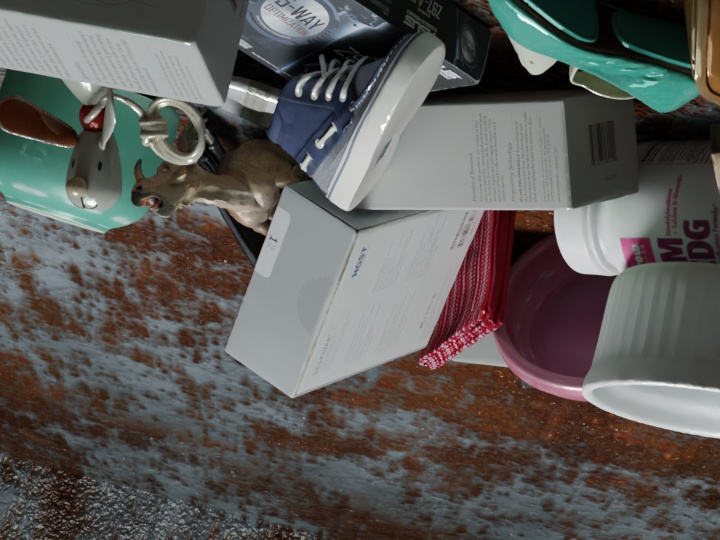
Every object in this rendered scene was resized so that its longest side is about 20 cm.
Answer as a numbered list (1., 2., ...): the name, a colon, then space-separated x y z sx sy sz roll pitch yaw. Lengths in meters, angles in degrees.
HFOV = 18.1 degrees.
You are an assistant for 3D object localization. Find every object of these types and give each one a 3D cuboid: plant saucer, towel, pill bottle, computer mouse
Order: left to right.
1. towel: -0.115 -0.139 1.781 0.199 0.031 0.149 18 179 -2
2. computer mouse: -0.080 -0.034 1.929 0.053 0.200 0.139 -30 143 -4
3. towel: 0.091 -0.003 1.925 0.022 0.145 0.200 11 163 -12
4. plant saucer: 0.209 0.037 1.862 0.200 0.201 0.051 5 137 26
5. pill bottle: 0.256 -0.042 1.722 0.199 0.114 0.113 1 159 36

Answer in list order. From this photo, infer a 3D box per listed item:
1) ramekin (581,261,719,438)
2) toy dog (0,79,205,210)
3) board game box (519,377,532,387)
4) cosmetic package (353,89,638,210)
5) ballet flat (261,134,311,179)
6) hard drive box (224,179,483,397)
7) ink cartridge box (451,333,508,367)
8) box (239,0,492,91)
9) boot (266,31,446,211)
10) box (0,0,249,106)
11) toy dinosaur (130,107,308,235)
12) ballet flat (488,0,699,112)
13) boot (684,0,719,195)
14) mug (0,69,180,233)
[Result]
1. ramekin: 0.270 0.062 1.684 0.199 0.098 0.201 10 167 2
2. toy dog: -0.210 -0.144 1.660 0.131 0.201 0.096 -20 -177 26
3. board game box: 0.240 0.038 1.909 0.199 0.136 0.028 -2 136 20
4. cosmetic package: 0.096 -0.092 1.692 0.199 0.085 0.107 0 -171 37
5. ballet flat: -0.061 -0.085 1.974 0.057 0.067 0.200 -27 173 -18
6. hard drive box: 0.000 0.000 1.818 0.077 0.156 0.200 33 -154 24
7. ink cartridge box: 0.198 0.051 2.048 0.199 0.084 0.146 6 -178 27
8. box: -0.029 -0.186 1.617 0.160 0.044 0.200 -3 156 45
9. boot: -0.010 -0.123 1.610 0.090 0.073 0.200 40 145 6
10. box: -0.174 -0.210 1.472 0.199 0.153 0.106 11 164 11
11. toy dinosaur: -0.089 -0.078 1.831 0.135 0.086 0.200 26 -167 18
12. ballet flat: 0.148 -0.153 1.520 0.199 0.068 0.070 20 133 -23
13. boot: 0.296 -0.137 1.473 0.154 0.074 0.200 -10 132 13
14. mug: -0.237 -0.097 1.899 0.151 0.115 0.185 17 177 4
